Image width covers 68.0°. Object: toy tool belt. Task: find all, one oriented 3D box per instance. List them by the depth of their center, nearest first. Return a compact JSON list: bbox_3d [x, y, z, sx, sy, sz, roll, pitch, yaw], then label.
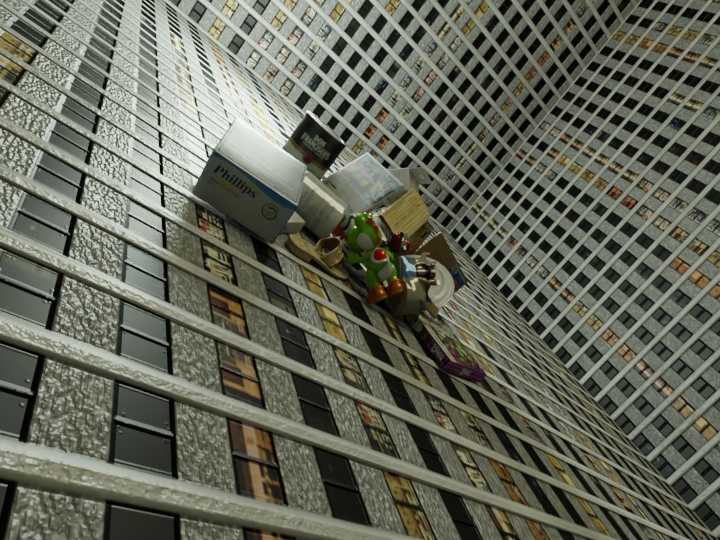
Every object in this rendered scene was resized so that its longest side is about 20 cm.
[{"bbox_3d":[0.136,0.014,1.316,0.119,0.125,0.207,7,68,-24],"label":"toy tool belt"}]

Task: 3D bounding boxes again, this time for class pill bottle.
[{"bbox_3d":[-0.136,-0.178,1.318,0.198,0.115,0.115,39,14,-10],"label":"pill bottle"}]

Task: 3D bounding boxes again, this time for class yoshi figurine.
[{"bbox_3d":[0.024,-0.029,1.255,0.112,0.109,0.207,3,68,-71],"label":"yoshi figurine"}]

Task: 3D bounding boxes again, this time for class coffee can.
[{"bbox_3d":[-0.153,-0.323,1.521,0.145,0.202,0.147,37,15,-11],"label":"coffee can"}]

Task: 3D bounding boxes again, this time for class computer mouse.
[{"bbox_3d":[0.000,0.000,1.322,0.200,0.044,0.110,47,16,-1],"label":"computer mouse"}]

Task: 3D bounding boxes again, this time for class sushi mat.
[{"bbox_3d":[0.123,-0.146,1.419,0.097,0.012,0.199,58,42,-8],"label":"sushi mat"}]

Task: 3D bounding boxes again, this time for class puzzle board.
[{"bbox_3d":[0.216,0.008,1.550,0.202,0.149,0.017,54,-4,-32],"label":"puzzle board"}]

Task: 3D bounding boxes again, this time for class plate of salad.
[{"bbox_3d":[0.153,0.036,1.424,0.192,0.049,0.204,4,45,-4],"label":"plate of salad"}]

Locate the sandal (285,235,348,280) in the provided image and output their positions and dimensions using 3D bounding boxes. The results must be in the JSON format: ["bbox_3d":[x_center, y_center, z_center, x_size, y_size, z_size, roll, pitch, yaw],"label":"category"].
[{"bbox_3d":[-0.073,-0.044,1.188,0.209,0.070,0.078,26,20,-48],"label":"sandal"}]

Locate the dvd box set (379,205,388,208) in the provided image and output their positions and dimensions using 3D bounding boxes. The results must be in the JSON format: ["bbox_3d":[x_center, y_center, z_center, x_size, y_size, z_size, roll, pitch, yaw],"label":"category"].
[{"bbox_3d":[0.011,-0.173,1.600,0.141,0.030,0.200,17,-8,-7],"label":"dvd box set"}]

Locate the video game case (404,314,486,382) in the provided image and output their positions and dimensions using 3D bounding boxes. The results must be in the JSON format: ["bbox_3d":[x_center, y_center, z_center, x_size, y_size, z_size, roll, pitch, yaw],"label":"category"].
[{"bbox_3d":[0.216,0.192,1.355,0.198,0.036,0.183,28,20,-47],"label":"video game case"}]

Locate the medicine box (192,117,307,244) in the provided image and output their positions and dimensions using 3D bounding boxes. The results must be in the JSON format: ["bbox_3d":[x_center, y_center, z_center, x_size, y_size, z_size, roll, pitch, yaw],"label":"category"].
[{"bbox_3d":[-0.211,-0.182,1.058,0.179,0.104,0.202,32,27,-17],"label":"medicine box"}]

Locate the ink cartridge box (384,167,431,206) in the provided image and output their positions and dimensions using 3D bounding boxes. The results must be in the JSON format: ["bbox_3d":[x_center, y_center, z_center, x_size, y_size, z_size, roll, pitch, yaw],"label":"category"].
[{"bbox_3d":[0.101,-0.238,1.545,0.193,0.071,0.115,-1,-14,23],"label":"ink cartridge box"}]

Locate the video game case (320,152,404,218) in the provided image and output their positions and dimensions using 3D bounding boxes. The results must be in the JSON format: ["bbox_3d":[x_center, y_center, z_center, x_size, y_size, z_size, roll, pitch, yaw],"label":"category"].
[{"bbox_3d":[-0.002,-0.231,1.473,0.201,0.179,0.023,49,-13,41],"label":"video game case"}]

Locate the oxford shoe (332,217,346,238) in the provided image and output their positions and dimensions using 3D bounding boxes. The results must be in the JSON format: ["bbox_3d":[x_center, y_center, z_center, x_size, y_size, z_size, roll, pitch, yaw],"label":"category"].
[{"bbox_3d":[-0.015,-0.069,1.462,0.200,0.071,0.073,46,-6,-5],"label":"oxford shoe"}]

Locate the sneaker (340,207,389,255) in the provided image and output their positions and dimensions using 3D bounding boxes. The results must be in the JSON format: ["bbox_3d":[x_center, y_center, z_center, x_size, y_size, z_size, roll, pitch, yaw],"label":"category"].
[{"bbox_3d":[0.047,-0.086,1.387,0.196,0.079,0.132,-11,68,-53],"label":"sneaker"}]

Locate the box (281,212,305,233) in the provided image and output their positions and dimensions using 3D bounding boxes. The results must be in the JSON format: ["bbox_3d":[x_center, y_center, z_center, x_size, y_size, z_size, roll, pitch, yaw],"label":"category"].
[{"bbox_3d":[-0.224,-0.164,1.202,0.200,0.036,0.144,46,14,8],"label":"box"}]

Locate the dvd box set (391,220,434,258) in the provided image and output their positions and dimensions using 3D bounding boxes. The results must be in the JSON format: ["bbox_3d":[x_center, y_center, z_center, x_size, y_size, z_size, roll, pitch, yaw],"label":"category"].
[{"bbox_3d":[0.120,-0.082,1.561,0.029,0.201,0.147,31,17,-29],"label":"dvd box set"}]

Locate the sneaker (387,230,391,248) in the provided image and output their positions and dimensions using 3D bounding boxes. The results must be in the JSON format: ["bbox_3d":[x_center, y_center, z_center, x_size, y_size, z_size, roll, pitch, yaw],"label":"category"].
[{"bbox_3d":[0.012,-0.083,1.550,0.196,0.120,0.074,10,16,42],"label":"sneaker"}]
